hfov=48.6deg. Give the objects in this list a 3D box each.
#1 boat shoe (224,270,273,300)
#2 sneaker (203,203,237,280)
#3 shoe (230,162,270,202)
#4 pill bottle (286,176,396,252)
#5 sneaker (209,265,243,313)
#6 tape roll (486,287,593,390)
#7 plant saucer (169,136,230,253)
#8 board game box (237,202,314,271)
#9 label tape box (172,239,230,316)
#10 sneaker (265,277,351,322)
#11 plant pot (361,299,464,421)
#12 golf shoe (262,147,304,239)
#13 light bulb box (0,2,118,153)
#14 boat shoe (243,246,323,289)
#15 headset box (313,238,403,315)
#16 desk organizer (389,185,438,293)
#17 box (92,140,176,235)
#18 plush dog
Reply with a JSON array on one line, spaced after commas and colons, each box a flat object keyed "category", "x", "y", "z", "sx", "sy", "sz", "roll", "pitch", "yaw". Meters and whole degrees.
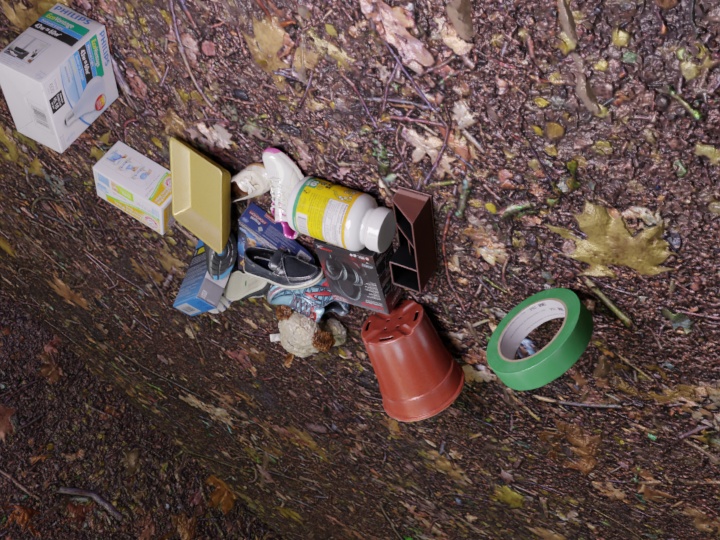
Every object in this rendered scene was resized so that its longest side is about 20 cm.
[{"category": "boat shoe", "x": -0.253, "y": 0.037, "z": 1.858, "sx": 0.067, "sy": 0.073, "sz": 0.198, "roll": 17, "pitch": 162, "yaw": -38}, {"category": "sneaker", "x": -0.333, "y": -0.081, "z": 1.840, "sx": 0.081, "sy": 0.072, "sz": 0.204, "roll": 13, "pitch": 103, "yaw": 44}, {"category": "shoe", "x": -0.247, "y": -0.177, "z": 1.699, "sx": 0.198, "sy": 0.054, "sz": 0.070, "roll": -12, "pitch": 126, "yaw": 50}, {"category": "pill bottle", "x": -0.034, "y": -0.104, "z": 1.540, "sx": 0.197, "sy": 0.113, "sz": 0.114, "roll": 20, "pitch": 146, "yaw": 24}, {"category": "sneaker", "x": -0.307, "y": 0.020, "z": 1.998, "sx": 0.197, "sy": 0.116, "sz": 0.081, "roll": -22, "pitch": 126, "yaw": 20}, {"category": "tape roll", "x": 0.318, "y": 0.121, "z": 1.424, "sx": 0.048, "sy": 0.202, "sz": 0.199, "roll": 46, "pitch": 147, "yaw": -21}, {"category": "plant saucer", "x": -0.339, "y": -0.169, "z": 1.725, "sx": 0.199, "sy": 0.048, "sz": 0.203, "roll": 34, "pitch": 132, "yaw": 36}, {"category": "board game box", "x": -0.209, "y": -0.034, "z": 1.847, "sx": 0.199, "sy": 0.062, "sz": 0.200, "roll": 37, "pitch": 150, "yaw": -3}, {"category": "label tape box", "x": -0.367, "y": -0.001, "z": 1.929, "sx": 0.063, "sy": 0.203, "sz": 0.143, "roll": 31, "pitch": 153, "yaw": -28}, {"category": "sneaker", "x": -0.111, "y": 0.066, "z": 1.770, "sx": 0.196, "sy": 0.097, "sz": 0.080, "roll": -3, "pitch": 152, "yaw": -13}, {"category": "plant pot", "x": 0.103, "y": 0.186, "z": 1.738, "sx": 0.199, "sy": 0.201, "sz": 0.197, "roll": 1, "pitch": 128, "yaw": 42}, {"category": "golf shoe", "x": -0.150, "y": -0.152, "z": 1.608, "sx": 0.074, "sy": 0.092, "sz": 0.202, "roll": 6, "pitch": 137, "yaw": 39}, {"category": "light bulb box", "x": -0.611, "y": -0.390, "z": 1.618, "sx": 0.123, "sy": 0.201, "sz": 0.199, "roll": 26, "pitch": 148, "yaw": 10}, {"category": "boat shoe", "x": -0.172, "y": -0.009, "z": 1.723, "sx": 0.197, "sy": 0.075, "sz": 0.063, "roll": 13, "pitch": 136, "yaw": 24}, {"category": "headset box", "x": 0.000, "y": 0.000, "z": 1.682, "sx": 0.147, "sy": 0.078, "sz": 0.202, "roll": 15, "pitch": 142, "yaw": 28}, {"category": "desk organizer", "x": 0.096, "y": -0.055, "z": 1.517, "sx": 0.071, "sy": 0.077, "sz": 0.202, "roll": 18, "pitch": 145, "yaw": 24}, {"category": "box", "x": -0.518, "y": -0.194, "z": 1.884, "sx": 0.198, "sy": 0.102, "sz": 0.113, "roll": 30, "pitch": 148, "yaw": 8}, {"category": "plush dog", "x": -0.143, "y": 0.146, "z": 1.905, "sx": 0.198, "sy": 0.162, "sz": 0.172, "roll": 33, "pitch": 165, "yaw": 6}]
